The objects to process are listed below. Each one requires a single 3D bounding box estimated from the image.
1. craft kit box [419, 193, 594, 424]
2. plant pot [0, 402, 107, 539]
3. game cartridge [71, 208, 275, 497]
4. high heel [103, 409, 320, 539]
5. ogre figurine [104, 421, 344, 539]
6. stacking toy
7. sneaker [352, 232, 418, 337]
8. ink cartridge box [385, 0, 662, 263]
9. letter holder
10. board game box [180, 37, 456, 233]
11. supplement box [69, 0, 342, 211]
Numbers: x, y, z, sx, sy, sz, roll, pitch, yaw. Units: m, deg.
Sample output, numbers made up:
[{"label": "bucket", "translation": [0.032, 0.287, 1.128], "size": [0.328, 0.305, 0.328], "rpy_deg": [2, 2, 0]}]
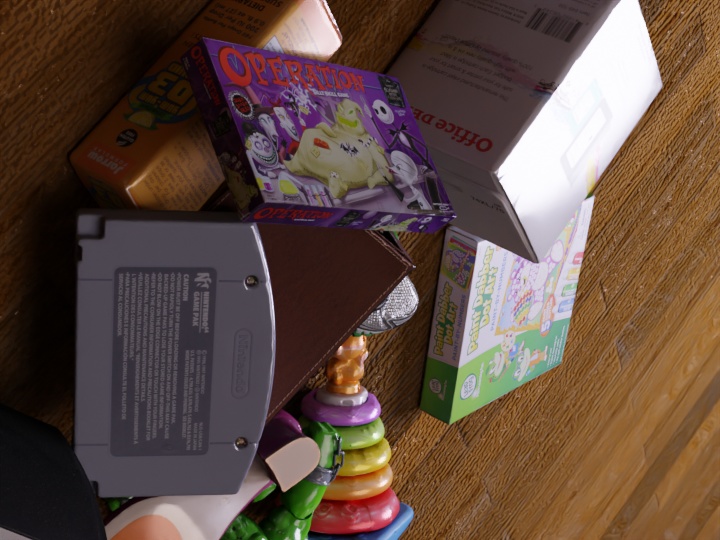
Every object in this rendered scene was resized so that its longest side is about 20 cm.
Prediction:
[{"label": "craft kit box", "translation": [0.146, 0.030, 1.418], "size": [0.197, 0.048, 0.200], "rpy_deg": [-20, 127, -42]}, {"label": "plant pot", "translation": [-0.260, 0.175, 0.814], "size": [0.199, 0.177, 0.200], "rpy_deg": [33, 85, -38]}, {"label": "game cartridge", "translation": [-0.124, 0.056, 0.946], "size": [0.133, 0.040, 0.200], "rpy_deg": [3, 111, -9]}, {"label": "high heel", "translation": [-0.129, 0.163, 1.051], "size": [0.200, 0.096, 0.067], "rpy_deg": [-34, 111, -16]}, {"label": "ogre figurine", "translation": [-0.103, 0.197, 1.150], "size": [0.200, 0.098, 0.120], "rpy_deg": [-27, 125, -47]}, {"label": "stacking toy", "translation": [-0.016, 0.139, 1.237], "size": [0.116, 0.110, 0.201], "rpy_deg": [-28, 123, -63]}, {"label": "sneaker", "translation": [0.000, 0.000, 1.148], "size": [0.200, 0.085, 0.078], "rpy_deg": [38, 54, -56]}, {"label": "ink cartridge box", "translation": [0.127, -0.142, 1.187], "size": [0.200, 0.147, 0.146], "rpy_deg": [-54, 145, -13]}, {"label": "letter holder", "translation": [-0.088, 0.010, 1.007], "size": [0.142, 0.101, 0.200], "rpy_deg": [39, 99, -25]}, {"label": "board game box", "translation": [-0.023, -0.085, 0.947], "size": [0.032, 0.120, 0.200], "rpy_deg": [-38, 157, 32]}, {"label": "supplement box", "translation": [-0.103, -0.117, 0.972], "size": [0.200, 0.066, 0.069], "rpy_deg": [-53, 144, -17]}]
